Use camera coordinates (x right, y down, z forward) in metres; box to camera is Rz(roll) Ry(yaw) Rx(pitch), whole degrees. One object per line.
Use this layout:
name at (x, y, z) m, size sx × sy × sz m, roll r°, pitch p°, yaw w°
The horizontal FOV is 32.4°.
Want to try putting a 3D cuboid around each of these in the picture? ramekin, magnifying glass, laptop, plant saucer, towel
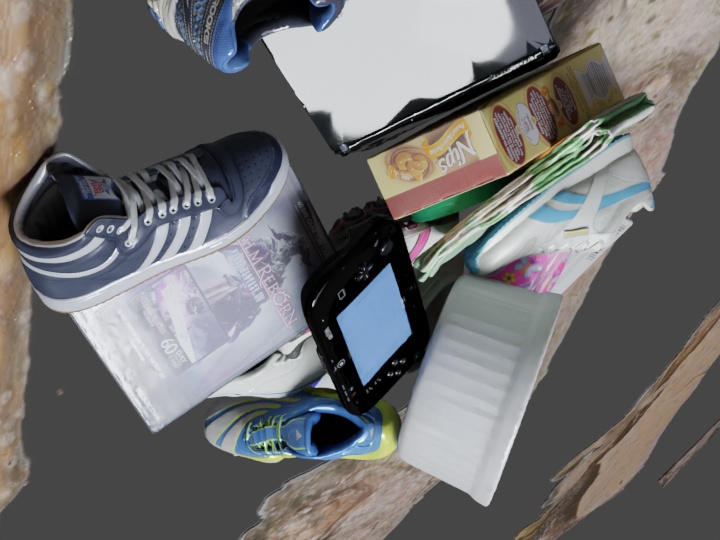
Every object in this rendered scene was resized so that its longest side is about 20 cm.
ramekin at (0.106, 0.101, 1.124) m, size 0.200 × 0.097 × 0.202 m, roll 20°, pitch 90°, yaw -81°
magnifying glass at (0.115, -0.085, 1.046) m, size 0.079 × 0.023 × 0.199 m, roll -10°, pitch -166°, yaw 47°
laptop at (0.043, -0.165, 0.892) m, size 0.176 × 0.104 × 0.200 m, roll -24°, pitch -177°, yaw 13°
plant saucer at (0.051, 0.041, 1.186) m, size 0.200 × 0.050 × 0.201 m, roll -46°, pitch 154°, yaw -30°
towel at (0.139, -0.069, 0.992) m, size 0.200 × 0.023 × 0.152 m, roll -39°, pitch 177°, yaw 31°

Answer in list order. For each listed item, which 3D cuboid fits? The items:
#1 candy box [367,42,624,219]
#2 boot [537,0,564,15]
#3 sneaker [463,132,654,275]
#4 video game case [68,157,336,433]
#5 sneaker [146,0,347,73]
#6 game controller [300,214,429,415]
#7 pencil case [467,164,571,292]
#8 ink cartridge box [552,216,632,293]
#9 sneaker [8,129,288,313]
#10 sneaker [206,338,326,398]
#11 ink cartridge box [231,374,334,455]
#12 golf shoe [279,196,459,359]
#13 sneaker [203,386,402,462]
candy box at (0.109, -0.111, 0.967) m, size 0.115 × 0.056 × 0.199 m, roll -21°, pitch -172°, yaw 42°
boot at (0.190, -0.248, 0.954) m, size 0.200 × 0.064 × 0.186 m, roll -40°, pitch 156°, yaw 11°
sneaker at (0.184, -0.045, 1.126) m, size 0.199 × 0.081 × 0.076 m, roll -32°, pitch -171°, yaw -14°
video game case at (-0.112, 0.019, 0.960) m, size 0.199 × 0.019 × 0.144 m, roll -34°, pitch 124°, yaw -9°
sneaker at (-0.025, -0.186, 0.736) m, size 0.199 × 0.085 × 0.077 m, roll -38°, pitch 155°, yaw -2°
game controller at (0.007, 0.041, 0.997) m, size 0.105 × 0.042 × 0.201 m, roll -53°, pitch 151°, yaw -22°
pencil case at (0.165, -0.014, 1.235) m, size 0.087 × 0.087 × 0.201 m, roll 6°, pitch 118°, yaw -56°
ink cartridge box at (0.193, -0.009, 1.366) m, size 0.200 × 0.045 × 0.176 m, roll -47°, pitch 154°, yaw 15°
sneaker at (-0.140, -0.050, 0.826) m, size 0.199 × 0.070 × 0.109 m, roll -31°, pitch 156°, yaw -9°
sneaker at (-0.085, 0.076, 1.086) m, size 0.199 × 0.074 × 0.071 m, roll -11°, pitch 170°, yaw -43°
ink cartridge box at (-0.051, 0.107, 1.244) m, size 0.200 × 0.037 × 0.094 m, roll -49°, pitch 154°, yaw 25°
golf shoe at (0.000, 0.000, 1.064) m, size 0.199 × 0.073 × 0.093 m, roll -26°, pitch 120°, yaw -14°
sneaker at (-0.065, 0.138, 1.140) m, size 0.198 × 0.077 × 0.105 m, roll -3°, pitch 171°, yaw 16°
